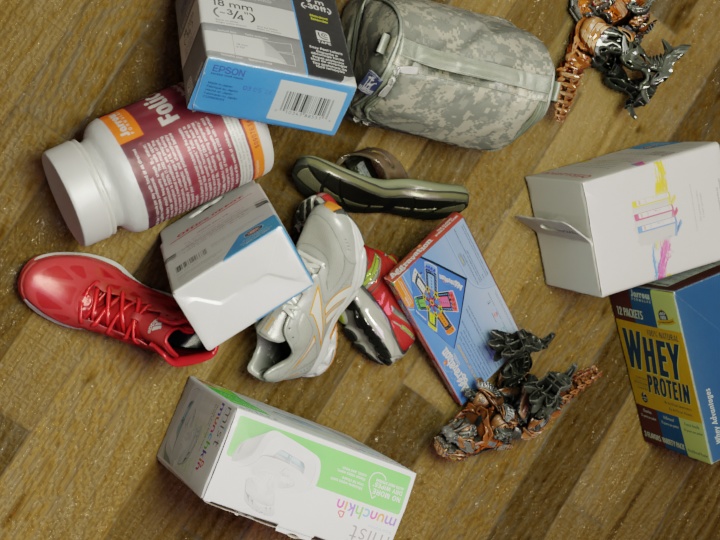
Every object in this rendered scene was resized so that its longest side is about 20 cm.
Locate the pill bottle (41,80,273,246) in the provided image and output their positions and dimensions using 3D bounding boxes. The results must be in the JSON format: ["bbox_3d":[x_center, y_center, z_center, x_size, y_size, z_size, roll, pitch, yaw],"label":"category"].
[{"bbox_3d":[-0.193,-0.107,1.414,0.199,0.114,0.115,-26,104,-18],"label":"pill bottle"}]

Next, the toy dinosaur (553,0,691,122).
[{"bbox_3d":[0.272,-0.240,1.616,0.135,0.102,0.201,36,95,3],"label":"toy dinosaur"}]

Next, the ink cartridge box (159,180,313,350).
[{"bbox_3d":[-0.120,-0.013,1.398,0.115,0.200,0.067,-32,110,0],"label":"ink cartridge box"}]

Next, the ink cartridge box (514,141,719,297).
[{"bbox_3d":[0.279,-0.056,1.602,0.198,0.128,0.127,-16,101,-19],"label":"ink cartridge box"}]

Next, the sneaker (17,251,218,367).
[{"bbox_3d":[-0.221,0.035,1.414,0.198,0.115,0.079,16,89,-22],"label":"sneaker"}]

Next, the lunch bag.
[{"bbox_3d":[0.080,-0.201,1.487,0.198,0.167,0.141,10,91,-22],"label":"lunch bag"}]

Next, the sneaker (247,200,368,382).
[{"bbox_3d":[-0.057,0.029,1.454,0.092,0.075,0.202,-19,132,-46],"label":"sneaker"}]

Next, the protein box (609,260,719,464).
[{"bbox_3d":[0.412,0.078,1.663,0.198,0.135,0.201,-20,102,-19],"label":"protein box"}]

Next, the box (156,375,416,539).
[{"bbox_3d":[-0.076,0.194,1.455,0.198,0.176,0.098,23,86,-21],"label":"box"}]

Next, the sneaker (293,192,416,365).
[{"bbox_3d":[0.000,0.000,1.535,0.085,0.077,0.201,-41,115,-31],"label":"sneaker"}]

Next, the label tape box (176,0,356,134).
[{"bbox_3d":[-0.094,-0.224,1.394,0.143,0.201,0.064,9,133,-21],"label":"label tape box"}]

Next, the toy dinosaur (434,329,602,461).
[{"bbox_3d":[0.169,0.136,1.592,0.200,0.102,0.137,-39,153,-37],"label":"toy dinosaur"}]

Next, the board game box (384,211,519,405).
[{"bbox_3d":[0.102,0.043,1.557,0.103,0.019,0.201,-43,131,-15],"label":"board game box"}]

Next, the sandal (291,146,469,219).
[{"bbox_3d":[0.019,-0.094,1.530,0.199,0.080,0.058,8,73,-28],"label":"sandal"}]
